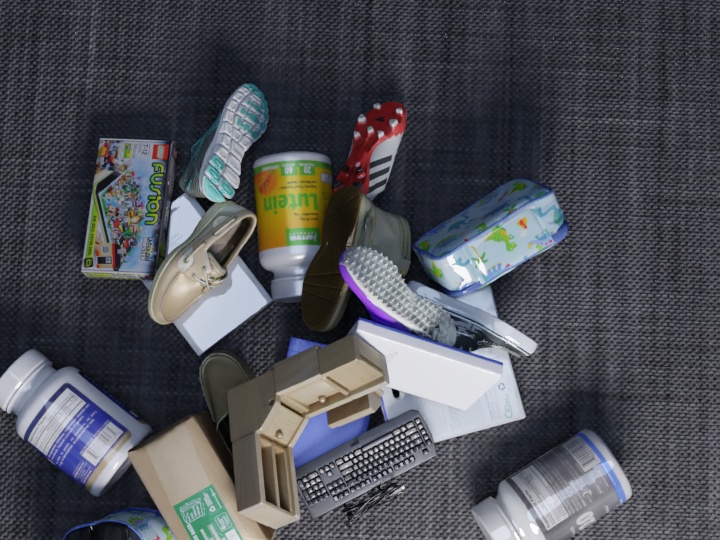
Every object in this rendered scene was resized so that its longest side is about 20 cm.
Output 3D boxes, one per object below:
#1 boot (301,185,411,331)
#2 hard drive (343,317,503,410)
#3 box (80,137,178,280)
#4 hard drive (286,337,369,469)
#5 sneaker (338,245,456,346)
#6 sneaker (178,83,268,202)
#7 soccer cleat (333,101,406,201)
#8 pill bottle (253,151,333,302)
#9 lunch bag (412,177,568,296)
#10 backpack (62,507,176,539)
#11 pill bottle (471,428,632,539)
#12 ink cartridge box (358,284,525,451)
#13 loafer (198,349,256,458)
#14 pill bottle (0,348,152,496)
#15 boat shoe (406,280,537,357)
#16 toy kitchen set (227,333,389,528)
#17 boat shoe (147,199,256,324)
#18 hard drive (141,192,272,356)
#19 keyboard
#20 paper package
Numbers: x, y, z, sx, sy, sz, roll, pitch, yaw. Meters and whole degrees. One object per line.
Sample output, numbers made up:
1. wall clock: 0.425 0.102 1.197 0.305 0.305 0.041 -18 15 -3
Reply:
1. boot: 0.000 0.000 1.572 0.072 0.155 0.200 9 81 35
2. hard drive: 0.071 0.126 1.517 0.200 0.132 0.025 18 59 -10
3. box: -0.326 -0.088 1.618 0.110 0.035 0.200 2 74 6
4. hard drive: -0.055 0.206 1.609 0.132 0.025 0.200 12 82 -1
5. sneaker: 0.027 0.053 1.501 0.200 0.099 0.070 42 45 -25
6. sneaker: -0.202 -0.186 1.636 0.078 0.091 0.200 46 56 -36
7. soccer cleat: 0.017 -0.158 1.648 0.069 0.085 0.200 11 58 21
8. pill bottle: -0.090 -0.059 1.605 0.111 0.111 0.200 -4 83 -3
9. lunch bag: 0.180 -0.049 1.592 0.200 0.161 0.082 -32 107 -8
10. backpack: -0.299 0.415 1.504 0.183 0.147 0.200 -14 88 26
11. pill bottle: 0.260 0.315 1.570 0.200 0.114 0.114 -31 85 -5
12. ink cartridge box: 0.113 0.138 1.616 0.200 0.041 0.200 -13 84 -10
13. loafer: -0.168 0.191 1.572 0.076 0.067 0.200 -30 66 1
14. pill bottle: -0.396 0.202 1.557 0.200 0.120 0.120 38 83 3
15. boat shoe: 0.143 0.083 1.580 0.200 0.072 0.071 24 87 7
16. toy kitchen set: -0.039 0.219 1.473 0.200 0.163 0.181 -26 52 22
17. boat shoe: -0.217 -0.007 1.579 0.065 0.072 0.200 25 74 42
18. hard drive: -0.237 0.004 1.635 0.132 0.027 0.200 -37 85 -6
19. keyboard: 0.013 0.277 1.554 0.200 0.040 0.104 -29 94 4
20. paper package: -0.207 0.294 1.517 0.103 0.191 0.200 -31 86 -3
